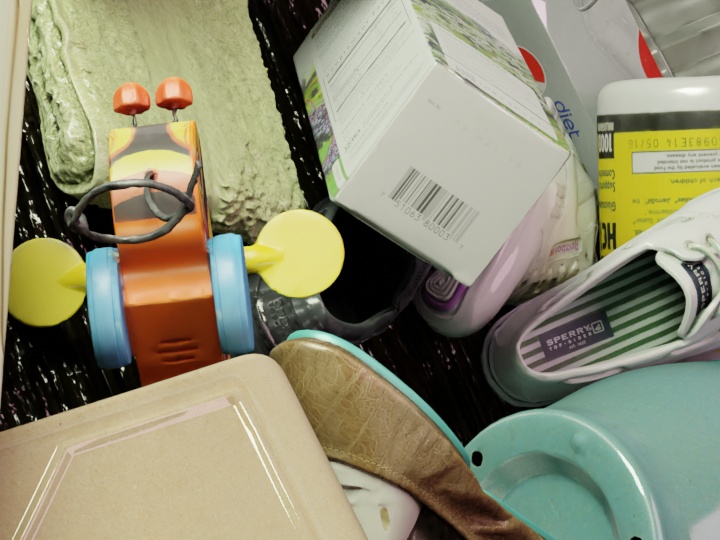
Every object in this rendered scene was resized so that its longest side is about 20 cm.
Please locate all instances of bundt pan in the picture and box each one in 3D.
[{"bbox_3d":[0.223,-0.094,1.558,0.203,0.075,0.202,63,4,-8],"label":"bundt pan"}]

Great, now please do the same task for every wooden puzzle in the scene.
[{"bbox_3d":[-0.075,0.134,0.950,0.199,0.037,0.186,-14,66,-32],"label":"wooden puzzle"}]

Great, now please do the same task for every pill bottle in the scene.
[{"bbox_3d":[0.182,0.000,1.385,0.112,0.112,0.202,-4,93,-58],"label":"pill bottle"}]

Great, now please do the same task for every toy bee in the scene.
[{"bbox_3d":[-0.069,-0.016,1.040,0.130,0.200,0.109,6,55,-17],"label":"toy bee"}]

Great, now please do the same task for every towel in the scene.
[{"bbox_3d":[-0.098,-0.103,1.160,0.148,0.036,0.201,16,46,-47],"label":"towel"}]

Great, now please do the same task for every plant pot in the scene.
[{"bbox_3d":[0.139,0.133,1.226,0.187,0.200,0.201,7,61,-48],"label":"plant pot"}]

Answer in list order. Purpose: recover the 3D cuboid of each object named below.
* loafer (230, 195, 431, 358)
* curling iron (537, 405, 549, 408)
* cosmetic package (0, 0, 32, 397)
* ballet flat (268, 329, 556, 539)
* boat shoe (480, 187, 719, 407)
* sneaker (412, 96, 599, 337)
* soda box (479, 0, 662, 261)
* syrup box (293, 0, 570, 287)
[{"bbox_3d":[0.000,0.000,1.219,0.068,0.070,0.200,61,30,-6],"label":"loafer"},{"bbox_3d":[0.129,0.108,1.385,0.201,0.025,0.050,57,28,-12],"label":"curling iron"},{"bbox_3d":[-0.179,-0.025,0.926,0.073,0.103,0.201,34,42,-40],"label":"cosmetic package"},{"bbox_3d":[0.020,0.105,1.077,0.200,0.068,0.073,47,58,-42],"label":"ballet flat"},{"bbox_3d":[0.155,0.013,1.285,0.074,0.199,0.067,60,-11,0],"label":"boat shoe"},{"bbox_3d":[0.087,-0.014,1.362,0.100,0.075,0.200,54,32,-16],"label":"sneaker"},{"bbox_3d":[0.124,-0.096,1.458,0.068,0.063,0.201,-39,109,-36],"label":"soda box"},{"bbox_3d":[0.029,-0.079,1.233,0.079,0.082,0.200,33,15,-19],"label":"syrup box"}]
